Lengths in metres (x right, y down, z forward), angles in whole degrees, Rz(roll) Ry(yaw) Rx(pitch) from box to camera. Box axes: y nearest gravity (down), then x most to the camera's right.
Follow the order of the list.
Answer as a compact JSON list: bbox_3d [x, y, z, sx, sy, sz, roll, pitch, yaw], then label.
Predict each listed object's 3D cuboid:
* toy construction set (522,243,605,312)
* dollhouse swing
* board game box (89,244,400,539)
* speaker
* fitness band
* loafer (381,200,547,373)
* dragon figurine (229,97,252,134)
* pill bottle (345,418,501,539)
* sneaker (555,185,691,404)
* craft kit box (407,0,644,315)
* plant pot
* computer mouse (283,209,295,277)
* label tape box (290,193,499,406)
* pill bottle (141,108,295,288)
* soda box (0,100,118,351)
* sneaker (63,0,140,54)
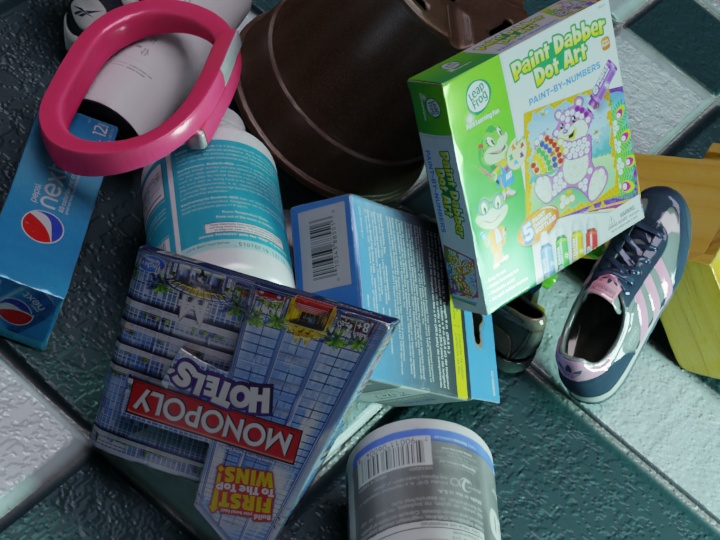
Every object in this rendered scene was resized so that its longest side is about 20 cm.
[{"bbox_3d":[0.152,-0.061,1.803,0.092,0.131,0.201,19,35,-37],"label":"toy construction set"},{"bbox_3d":[0.288,-0.005,1.881,0.200,0.175,0.183,-52,125,-48],"label":"dollhouse swing"},{"bbox_3d":[-0.094,0.105,1.470,0.199,0.201,0.062,15,4,8],"label":"board game box"},{"bbox_3d":[-0.170,-0.178,1.729,0.081,0.081,0.201,30,55,0],"label":"speaker"},{"bbox_3d":[-0.171,-0.145,1.616,0.143,0.038,0.201,3,44,19],"label":"fitness band"},{"bbox_3d":[0.082,-0.002,1.741,0.200,0.063,0.072,44,44,16],"label":"loafer"},{"bbox_3d":[-0.074,-0.147,1.798,0.199,0.059,0.100,-6,53,-32],"label":"dragon figurine"},{"bbox_3d":[0.048,0.217,1.476,0.113,0.114,0.201,14,45,-17],"label":"pill bottle"},{"bbox_3d":[0.222,0.012,1.719,0.070,0.082,0.201,17,77,23],"label":"sneaker"},{"bbox_3d":[0.137,-0.095,1.643,0.199,0.199,0.048,-31,26,-35],"label":"craft kit box"},{"bbox_3d":[0.025,-0.190,1.712,0.199,0.198,0.201,20,50,-26],"label":"plant pot"},{"bbox_3d":[0.000,0.000,1.686,0.199,0.034,0.059,23,41,-9],"label":"computer mouse"},{"bbox_3d":[0.029,0.032,1.626,0.200,0.063,0.145,17,65,-55],"label":"label tape box"},{"bbox_3d":[-0.113,-0.036,1.600,0.110,0.111,0.201,9,46,-21],"label":"pill bottle"},{"bbox_3d":[-0.247,-0.038,1.595,0.067,0.064,0.201,20,43,-10],"label":"soda box"},{"bbox_3d":[-0.207,-0.281,1.791,0.079,0.130,0.200,16,44,13],"label":"sneaker"}]
